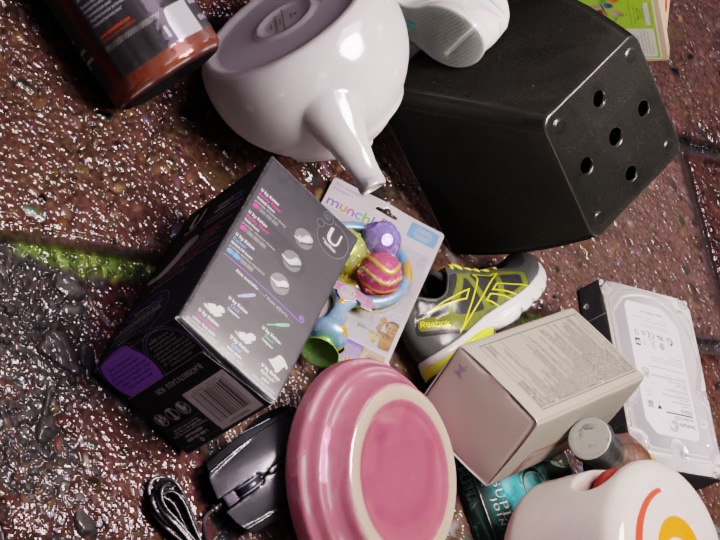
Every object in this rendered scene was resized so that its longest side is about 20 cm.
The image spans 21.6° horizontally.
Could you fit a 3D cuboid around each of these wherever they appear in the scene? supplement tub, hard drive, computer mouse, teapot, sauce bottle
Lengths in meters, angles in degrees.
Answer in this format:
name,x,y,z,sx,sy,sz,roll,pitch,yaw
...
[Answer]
name,x,y,z,sx,sy,sz,roll,pitch,yaw
supplement tub,-0.211,-0.241,1.566,0.200,0.107,0.107,57,42,-4
hard drive,0.293,0.114,1.902,0.140,0.038,0.200,14,59,-38
computer mouse,-0.067,0.189,1.501,0.200,0.046,0.141,-27,86,-49
teapot,-0.033,-0.166,1.655,0.200,0.197,0.146,-55,126,-32
sauce bottle,0.241,0.184,1.734,0.200,0.066,0.066,47,35,-55

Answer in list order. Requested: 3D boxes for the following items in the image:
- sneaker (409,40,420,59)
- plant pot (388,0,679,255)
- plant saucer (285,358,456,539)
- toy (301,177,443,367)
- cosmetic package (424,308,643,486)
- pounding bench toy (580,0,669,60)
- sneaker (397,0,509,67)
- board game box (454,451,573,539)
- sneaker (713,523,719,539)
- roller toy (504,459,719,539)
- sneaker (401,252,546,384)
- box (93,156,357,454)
name,x,y,z,sx,sy,sz,roll,pitch,yaw
sneaker,0.045,-0.195,1.811,0.200,0.081,0.075,37,75,-23
plant pot,0.172,-0.134,1.734,0.200,0.177,0.200,-44,125,-25
plant saucer,0.018,0.171,1.550,0.200,0.051,0.201,14,72,-51
toy,0.000,0.000,1.651,0.115,0.047,0.200,28,52,-3
cosmetic package,0.154,0.111,1.696,0.103,0.087,0.200,46,31,21
pounding bench toy,0.261,-0.295,1.954,0.200,0.124,0.156,64,32,-56
sneaker,0.045,-0.249,1.724,0.200,0.070,0.080,29,44,21
board game box,0.161,0.244,1.705,0.135,0.028,0.200,-7,72,-45
sneaker,0.315,0.307,1.762,0.091,0.078,0.200,28,46,6
roller toy,0.214,0.259,1.622,0.182,0.140,0.200,46,44,-31
sneaker,0.102,0.022,1.741,0.085,0.074,0.200,54,42,-5
box,-0.104,0.027,1.502,0.106,0.122,0.200,43,44,-17
